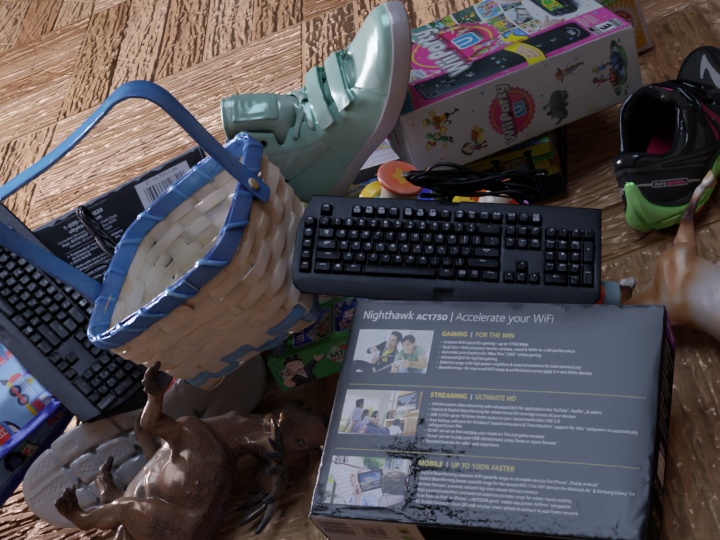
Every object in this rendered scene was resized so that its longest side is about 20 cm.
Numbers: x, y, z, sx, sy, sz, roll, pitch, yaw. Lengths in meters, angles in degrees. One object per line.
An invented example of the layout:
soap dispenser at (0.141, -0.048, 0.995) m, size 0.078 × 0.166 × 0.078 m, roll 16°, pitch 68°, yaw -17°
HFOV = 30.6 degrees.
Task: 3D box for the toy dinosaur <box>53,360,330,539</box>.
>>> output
toy dinosaur at (-0.116, 0.155, 0.897) m, size 0.200 × 0.135 × 0.086 m, roll -54°, pitch -7°, yaw -6°

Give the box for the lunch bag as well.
lunch bag at (-0.309, 0.104, 0.983) m, size 0.200 × 0.094 × 0.150 m, roll -46°, pitch 69°, yaw -2°

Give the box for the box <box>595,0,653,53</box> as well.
box at (0.183, -0.266, 1.250) m, size 0.112 × 0.102 × 0.200 m, roll -24°, pitch 32°, yaw 4°

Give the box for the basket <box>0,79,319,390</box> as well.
basket at (-0.133, -0.021, 0.893) m, size 0.176 × 0.200 × 0.140 m, roll -30°, pitch 38°, yaw 31°

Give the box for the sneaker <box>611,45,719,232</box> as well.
sneaker at (0.246, -0.117, 1.003) m, size 0.076 × 0.084 × 0.200 m, roll -11°, pitch 34°, yaw 39°

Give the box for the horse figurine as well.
horse figurine at (0.250, 0.012, 0.848) m, size 0.133 × 0.050 × 0.200 m, roll -49°, pitch 43°, yaw -11°

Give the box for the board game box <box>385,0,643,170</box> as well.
board game box at (0.106, -0.161, 1.078) m, size 0.199 × 0.065 × 0.148 m, roll -23°, pitch 32°, yaw -7°

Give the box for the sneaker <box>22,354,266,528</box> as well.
sneaker at (-0.161, 0.123, 0.993) m, size 0.199 × 0.077 × 0.082 m, roll -31°, pitch 10°, yaw -14°

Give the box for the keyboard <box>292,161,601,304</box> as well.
keyboard at (0.057, -0.031, 0.854) m, size 0.199 × 0.040 × 0.105 m, roll 3°, pitch 59°, yaw 4°

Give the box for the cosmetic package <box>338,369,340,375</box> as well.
cosmetic package at (0.061, 0.062, 0.921) m, size 0.150 × 0.052 × 0.200 m, roll -20°, pitch 32°, yaw 6°

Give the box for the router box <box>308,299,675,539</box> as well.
router box at (0.081, 0.094, 0.788) m, size 0.199 × 0.051 × 0.150 m, roll 1°, pitch 60°, yaw 21°

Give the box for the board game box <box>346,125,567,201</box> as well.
board game box at (0.078, -0.106, 1.142) m, size 0.199 × 0.057 × 0.166 m, roll -14°, pitch 32°, yaw 20°

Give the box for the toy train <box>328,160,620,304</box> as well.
toy train at (0.075, -0.024, 0.898) m, size 0.199 × 0.056 × 0.151 m, roll 6°, pitch 31°, yaw -4°

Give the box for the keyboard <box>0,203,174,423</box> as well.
keyboard at (-0.218, 0.010, 0.976) m, size 0.200 × 0.021 × 0.127 m, roll 42°, pitch 64°, yaw 13°

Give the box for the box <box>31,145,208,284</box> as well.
box at (-0.180, 0.009, 1.061) m, size 0.199 × 0.133 × 0.115 m, roll -27°, pitch -11°, yaw -1°

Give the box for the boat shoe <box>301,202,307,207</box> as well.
boat shoe at (-0.102, -0.074, 1.212) m, size 0.200 × 0.063 × 0.073 m, roll -26°, pitch 32°, yaw 6°

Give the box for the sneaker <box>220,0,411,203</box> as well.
sneaker at (-0.041, -0.128, 1.008) m, size 0.118 × 0.201 × 0.074 m, roll 8°, pitch 46°, yaw -23°

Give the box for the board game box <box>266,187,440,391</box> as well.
board game box at (0.000, 0.000, 0.981) m, size 0.134 × 0.029 × 0.200 m, roll -21°, pitch 30°, yaw 11°
